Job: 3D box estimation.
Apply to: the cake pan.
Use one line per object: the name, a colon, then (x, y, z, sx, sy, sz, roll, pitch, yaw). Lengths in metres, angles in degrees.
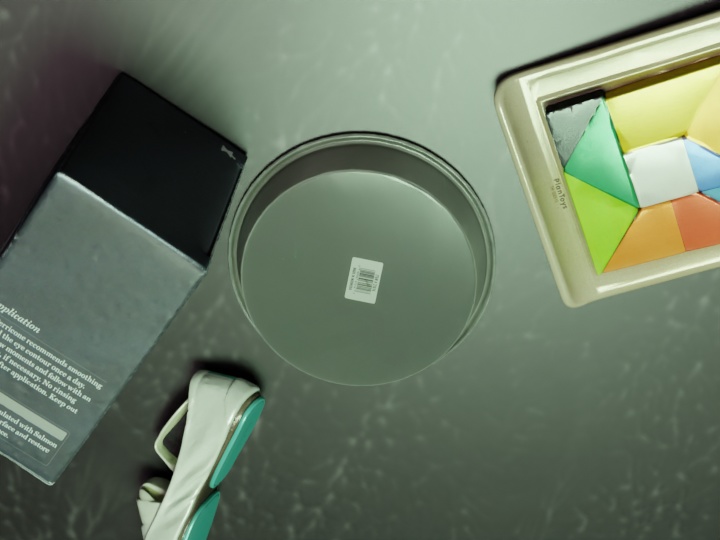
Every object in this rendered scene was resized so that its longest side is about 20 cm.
cake pan: (0.000, 0.000, 1.224, 0.199, 0.037, 0.202, 1, 115, 3)

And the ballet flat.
ballet flat: (-0.136, 0.162, 1.302, 0.069, 0.070, 0.201, 21, 111, -7)

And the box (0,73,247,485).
box: (-0.186, 0.001, 1.148, 0.117, 0.197, 0.200, 34, 113, -11)

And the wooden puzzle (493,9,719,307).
wooden puzzle: (0.212, -0.076, 1.175, 0.199, 0.037, 0.186, -18, 113, 11)
